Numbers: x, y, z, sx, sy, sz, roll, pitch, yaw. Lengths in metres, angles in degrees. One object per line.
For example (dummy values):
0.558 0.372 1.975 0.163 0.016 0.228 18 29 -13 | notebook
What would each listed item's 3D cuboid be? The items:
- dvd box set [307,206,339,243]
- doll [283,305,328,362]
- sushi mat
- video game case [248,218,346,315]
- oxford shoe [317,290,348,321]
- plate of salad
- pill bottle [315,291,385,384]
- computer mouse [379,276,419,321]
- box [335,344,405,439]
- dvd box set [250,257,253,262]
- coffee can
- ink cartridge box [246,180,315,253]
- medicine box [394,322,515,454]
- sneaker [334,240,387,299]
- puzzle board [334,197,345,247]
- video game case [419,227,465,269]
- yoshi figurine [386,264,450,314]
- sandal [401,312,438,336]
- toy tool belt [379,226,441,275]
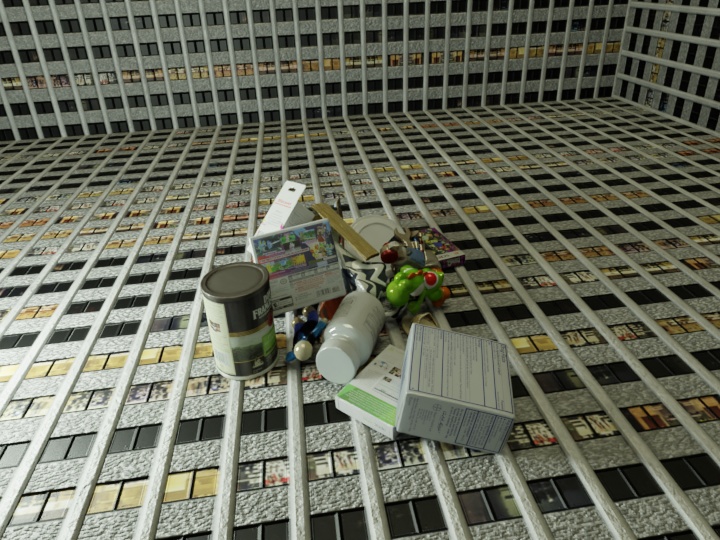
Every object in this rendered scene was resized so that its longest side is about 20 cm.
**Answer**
-0.125 -0.068 1.445 0.140 0.207 0.030 -2 27 -2 | dvd box set
-0.124 0.147 1.171 0.136 0.048 0.200 -46 15 6 | doll
-0.038 -0.099 1.324 0.199 0.012 0.095 44 23 13 | sushi mat
-0.145 -0.008 1.244 0.193 0.189 0.023 -14 1 -16 | video game case
-0.066 0.070 1.353 0.071 0.074 0.200 -10 19 29 | oxford shoe
0.046 -0.057 1.472 0.193 0.048 0.207 6 67 -14 | plate of salad
-0.022 0.144 1.152 0.110 0.118 0.201 7 30 16 | pill bottle
0.082 0.080 1.336 0.106 0.045 0.199 15 29 24 | computer mouse
0.062 0.236 1.070 0.141 0.038 0.198 19 34 32 | box
-0.220 0.004 1.359 0.195 0.029 0.150 -15 44 33 | dvd box set
-0.256 0.106 1.146 0.140 0.206 0.148 -1 29 1 | coffee can
-0.186 -0.111 1.313 0.067 0.204 0.114 33 -7 -37 | ink cartridge box
0.173 0.213 0.985 0.193 0.106 0.184 12 35 3 | medicine box
0.000 0.000 1.323 0.127 0.081 0.199 -7 42 -44 | sneaker
-0.057 -0.128 1.541 0.017 0.157 0.200 -9 10 1 | puzzle board
0.186 -0.058 1.574 0.175 0.037 0.201 -12 31 -16 | video game case
0.129 0.044 1.288 0.110 0.116 0.197 21 8 38 | yoshi figurine
0.157 0.132 1.206 0.075 0.072 0.212 -12 31 -17 | sandal
0.120 -0.050 1.393 0.196 0.124 0.126 25 41 -34 | toy tool belt
